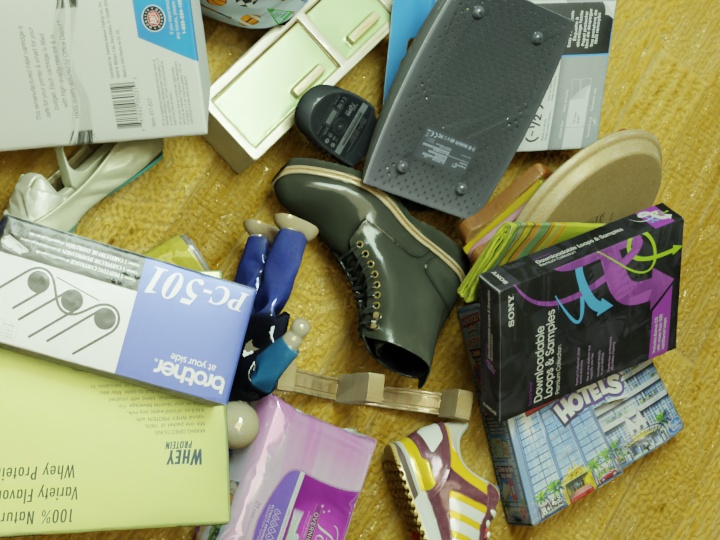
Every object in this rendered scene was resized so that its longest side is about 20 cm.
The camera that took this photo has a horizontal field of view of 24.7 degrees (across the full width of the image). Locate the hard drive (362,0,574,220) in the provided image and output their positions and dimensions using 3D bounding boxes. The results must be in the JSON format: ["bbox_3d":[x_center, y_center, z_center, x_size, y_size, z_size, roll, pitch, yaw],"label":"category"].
[{"bbox_3d":[0.088,-0.152,1.436,0.134,0.042,0.201,17,107,-29],"label":"hard drive"}]

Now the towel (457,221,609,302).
[{"bbox_3d":[0.177,-0.008,1.445,0.199,0.086,0.018,-1,45,-42],"label":"towel"}]

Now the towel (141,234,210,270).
[{"bbox_3d":[-0.194,0.072,1.417,0.200,0.023,0.144,-31,94,-20],"label":"towel"}]

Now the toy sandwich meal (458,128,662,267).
[{"bbox_3d":[0.183,-0.059,1.484,0.205,0.206,0.070,-30,58,-20],"label":"toy sandwich meal"}]

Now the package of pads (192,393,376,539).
[{"bbox_3d":[-0.072,0.213,1.403,0.120,0.076,0.201,25,76,-28],"label":"package of pads"}]

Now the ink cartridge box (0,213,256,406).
[{"bbox_3d":[-0.187,0.032,1.247,0.199,0.044,0.094,17,79,-16],"label":"ink cartridge box"}]

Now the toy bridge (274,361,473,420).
[{"bbox_3d":[-0.002,0.105,1.451,0.199,0.067,0.027,11,80,-26],"label":"toy bridge"}]

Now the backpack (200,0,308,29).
[{"bbox_3d":[-0.112,-0.308,1.412,0.190,0.154,0.201,26,76,-1],"label":"backpack"}]

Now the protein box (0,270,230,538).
[{"bbox_3d":[-0.217,0.108,1.322,0.198,0.135,0.201,-1,83,-19],"label":"protein box"}]

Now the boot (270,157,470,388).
[{"bbox_3d":[0.000,0.000,1.437,0.199,0.077,0.139,29,50,-12],"label":"boot"}]

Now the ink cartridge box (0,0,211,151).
[{"bbox_3d":[-0.229,-0.183,1.341,0.199,0.084,0.147,-4,127,0],"label":"ink cartridge box"}]

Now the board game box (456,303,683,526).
[{"bbox_3d":[0.184,0.100,1.520,0.199,0.062,0.201,-28,93,-20],"label":"board game box"}]

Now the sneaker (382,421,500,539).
[{"bbox_3d":[0.093,0.233,1.465,0.090,0.075,0.201,-20,90,-14],"label":"sneaker"}]

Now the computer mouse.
[{"bbox_3d":[0.011,-0.107,1.473,0.200,0.034,0.059,35,86,-40],"label":"computer mouse"}]

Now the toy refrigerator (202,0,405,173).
[{"bbox_3d":[-0.058,-0.185,1.470,0.076,0.070,0.200,47,71,-7],"label":"toy refrigerator"}]

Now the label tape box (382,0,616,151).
[{"bbox_3d":[0.125,-0.182,1.498,0.199,0.066,0.144,-6,116,-23],"label":"label tape box"}]

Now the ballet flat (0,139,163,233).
[{"bbox_3d":[-0.252,-0.071,1.389,0.070,0.069,0.200,48,65,-7],"label":"ballet flat"}]

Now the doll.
[{"bbox_3d":[-0.087,0.052,1.382,0.048,0.136,0.201,31,64,-39],"label":"doll"}]

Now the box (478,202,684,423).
[{"bbox_3d":[0.193,0.038,1.439,0.199,0.036,0.144,-20,127,-22],"label":"box"}]
